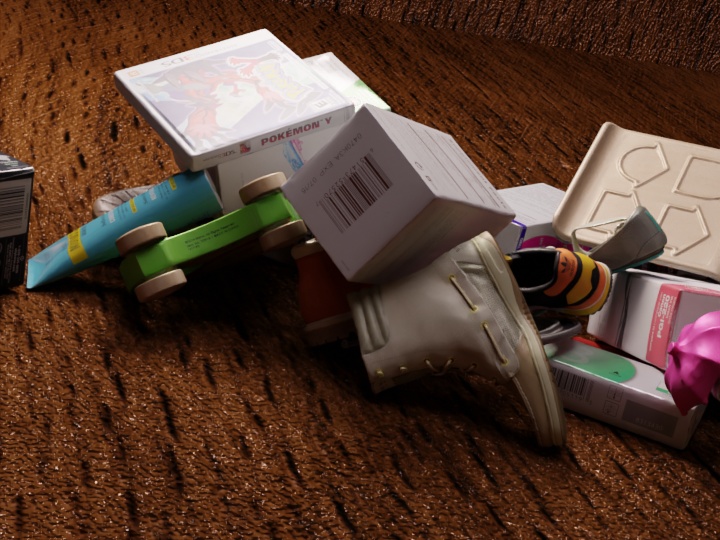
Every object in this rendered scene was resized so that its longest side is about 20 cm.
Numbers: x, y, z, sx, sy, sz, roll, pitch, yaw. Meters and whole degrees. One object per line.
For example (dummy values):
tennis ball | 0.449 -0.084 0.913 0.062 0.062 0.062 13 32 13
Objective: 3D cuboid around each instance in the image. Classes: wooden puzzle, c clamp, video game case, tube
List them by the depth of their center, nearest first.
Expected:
c clamp | 0.105 0.064 1.310 0.199 0.027 0.171 -2 5 21
tube | -0.231 -0.039 1.333 0.199 0.051 0.077 -26 19 -1
video game case | -0.131 -0.179 1.404 0.182 0.023 0.200 -21 41 -23
wooden puzzle | 0.332 -0.070 1.507 0.199 0.046 0.186 19 53 20

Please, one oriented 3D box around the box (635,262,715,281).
box | 0.406 -0.013 1.564 0.199 0.123 0.106 20 52 26

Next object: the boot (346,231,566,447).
boot | 0.085 0.083 1.213 0.154 0.201 0.072 -23 -16 3

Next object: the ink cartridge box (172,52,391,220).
ink cartridge box | -0.085 -0.141 1.442 0.199 0.088 0.145 -19 40 -19

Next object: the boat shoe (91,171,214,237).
boat shoe | -0.195 -0.052 1.454 0.199 0.072 0.072 -17 48 -38

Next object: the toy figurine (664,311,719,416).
toy figurine | 0.355 0.109 1.195 0.184 0.151 0.200 33 5 30

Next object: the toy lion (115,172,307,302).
toy lion | -0.139 -0.024 1.342 0.199 0.069 0.192 -23 -4 -15

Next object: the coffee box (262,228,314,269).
coffee box | -0.100 -0.084 1.544 0.199 0.115 0.080 21 21 27

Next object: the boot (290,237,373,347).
boot | 0.000 0.000 1.351 0.075 0.108 0.200 -19 0 28

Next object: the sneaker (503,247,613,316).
sneaker | 0.148 0.007 1.373 0.200 0.070 0.090 -7 -26 44

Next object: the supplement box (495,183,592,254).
supplement box | 0.187 -0.032 1.588 0.103 0.102 0.200 24 23 32

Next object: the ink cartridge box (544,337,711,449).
ink cartridge box | 0.263 0.097 1.347 0.160 0.050 0.200 19 22 19

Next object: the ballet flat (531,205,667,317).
ballet flat | 0.221 -0.008 1.420 0.200 0.064 0.067 -29 2 30

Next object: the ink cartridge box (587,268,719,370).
ink cartridge box | 0.337 0.053 1.397 0.145 0.085 0.200 8 4 -14

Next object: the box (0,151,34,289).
box | -0.411 -0.065 1.285 0.200 0.123 0.106 25 23 33

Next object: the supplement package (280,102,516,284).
supplement package | 0.040 -0.063 1.295 0.117 0.117 0.200 53 18 20
